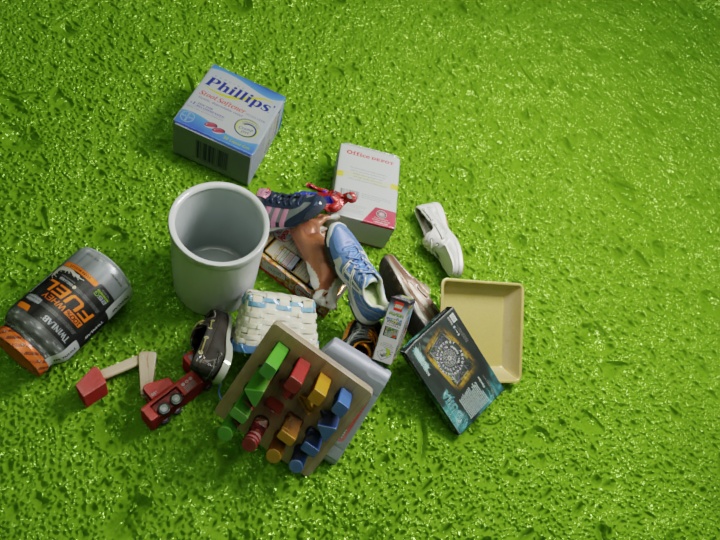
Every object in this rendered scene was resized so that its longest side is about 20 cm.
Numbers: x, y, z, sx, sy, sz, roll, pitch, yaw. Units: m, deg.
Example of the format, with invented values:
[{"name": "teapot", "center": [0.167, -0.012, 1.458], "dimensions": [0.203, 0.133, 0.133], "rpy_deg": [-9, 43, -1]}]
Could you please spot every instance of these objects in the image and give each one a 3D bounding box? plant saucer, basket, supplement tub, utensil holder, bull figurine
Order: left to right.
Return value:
[{"name": "supplement tub", "center": [-0.491, 0.068, 0.972], "dimensions": [0.122, 0.123, 0.201], "rpy_deg": [34, 56, 4]}, {"name": "utensil holder", "center": [-0.261, -0.032, 1.061], "dimensions": [0.167, 0.201, 0.173], "rpy_deg": [8, 59, -14]}, {"name": "basket", "center": [-0.153, 0.142, 1.043], "dimensions": [0.173, 0.139, 0.204], "rpy_deg": [10, 84, -17]}, {"name": "bull figurine", "center": [-0.067, -0.024, 1.146], "dimensions": [0.120, 0.065, 0.202], "rpy_deg": [-16, 69, -29]}, {"name": "plant saucer", "center": [0.235, 0.123, 1.184], "dimensions": [0.196, 0.048, 0.204], "rpy_deg": [4, 87, -22]}]

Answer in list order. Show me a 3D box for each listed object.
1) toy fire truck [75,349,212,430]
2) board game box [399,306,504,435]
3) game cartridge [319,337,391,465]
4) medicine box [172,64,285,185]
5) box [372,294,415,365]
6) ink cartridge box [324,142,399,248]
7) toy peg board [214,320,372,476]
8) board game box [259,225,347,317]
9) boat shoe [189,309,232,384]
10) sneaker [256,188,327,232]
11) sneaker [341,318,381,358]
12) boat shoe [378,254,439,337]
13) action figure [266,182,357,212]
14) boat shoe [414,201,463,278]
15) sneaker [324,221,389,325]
[{"name": "toy fire truck", "center": [-0.355, 0.187, 0.991], "dimensions": [0.141, 0.049, 0.199], "rpy_deg": [43, 54, 13]}, {"name": "board game box", "center": [0.176, 0.191, 1.116], "dimensions": [0.135, 0.028, 0.202], "rpy_deg": [-37, 102, -20]}, {"name": "game cartridge", "center": [-0.052, 0.222, 0.995], "dimensions": [0.132, 0.202, 0.041], "rpy_deg": [30, 15, 2]}, {"name": "medicine box", "center": [-0.285, -0.321, 1.282], "dimensions": [0.180, 0.103, 0.202], "rpy_deg": [23, 57, -4]}, {"name": "box", "center": [0.064, 0.102, 1.067], "dimensions": [0.034, 0.200, 0.112], "rpy_deg": [17, 92, 8]}, {"name": "ink cartridge box", "center": [0.006, -0.168, 1.299], "dimensions": [0.143, 0.084, 0.203], "rpy_deg": [13, 58, -9]}, {"name": "toy peg board", "center": [-0.118, 0.227, 0.933], "dimensions": [0.198, 0.201, 0.098], "rpy_deg": [36, 18, -3]}, {"name": "board game box", "center": [-0.106, -0.025, 1.200], "dimensions": [0.199, 0.046, 0.152], "rpy_deg": [37, 56, 5]}, {"name": "boat shoe", "center": [-0.258, 0.115, 0.996], "dimensions": [0.060, 0.072, 0.201], "rpy_deg": [26, 12, -23]}, {"name": "sneaker", "center": [-0.162, -0.126, 1.140], "dimensions": [0.083, 0.197, 0.071], "rpy_deg": [61, 30, -28]}, {"name": "sneaker", "center": [0.002, 0.144, 1.084], "dimensions": [0.200, 0.076, 0.079], "rpy_deg": [-43, 114, -56]}, {"name": "boat shoe", "center": [0.107, 0.054, 1.213], "dimensions": [0.071, 0.076, 0.202], "rpy_deg": [-24, 79, -32]}, {"name": "action figure", "center": [-0.103, -0.147, 1.196], "dimensions": [0.196, 0.052, 0.066], "rpy_deg": [2, 35, 11]}, {"name": "boat shoe", "center": [0.169, -0.065, 1.305], "dimensions": [0.068, 0.071, 0.202], "rpy_deg": [-6, 54, -19]}, {"name": "sneaker", "center": [0.000, 0.000, 1.079], "dimensions": [0.075, 0.077, 0.202], "rpy_deg": [-28, 93, -33]}]
